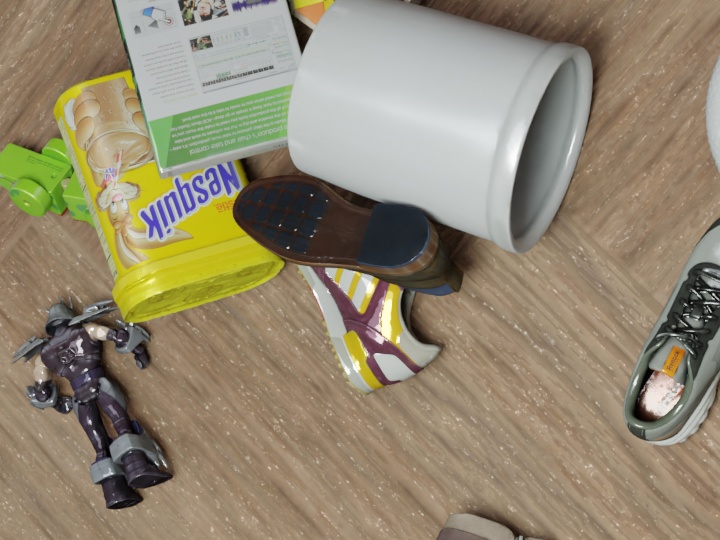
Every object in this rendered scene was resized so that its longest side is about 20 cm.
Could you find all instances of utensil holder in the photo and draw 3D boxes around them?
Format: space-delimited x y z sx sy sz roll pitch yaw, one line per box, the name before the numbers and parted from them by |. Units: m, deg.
utensil holder | 0.063 -0.124 1.560 0.199 0.170 0.171 19 97 19

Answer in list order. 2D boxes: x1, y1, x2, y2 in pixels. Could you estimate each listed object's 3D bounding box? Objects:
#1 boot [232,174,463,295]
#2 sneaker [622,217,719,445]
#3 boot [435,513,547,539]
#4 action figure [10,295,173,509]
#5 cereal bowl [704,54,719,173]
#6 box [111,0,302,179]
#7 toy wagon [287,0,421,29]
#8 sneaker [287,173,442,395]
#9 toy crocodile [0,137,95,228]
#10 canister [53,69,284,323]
boot | -0.010 -0.020 1.592 0.199 0.097 0.075 17 76 35
sneaker | 0.266 0.048 1.528 0.074 0.079 0.201 27 99 23
boot | 0.068 0.268 1.576 0.199 0.070 0.147 15 64 -9
action figure | -0.240 0.113 1.754 0.130 0.069 0.201 -32 74 27
cereal bowl | 0.357 -0.124 1.487 0.199 0.083 0.201 0 91 23
box | -0.126 -0.190 1.646 0.144 0.036 0.201 -14 79 -7
toy wagon | -0.013 -0.299 1.668 0.154 0.040 0.201 -12 86 22
sneaker | 0.000 0.000 1.652 0.090 0.075 0.201 -25 86 12
toy crocodile | -0.251 -0.069 1.762 0.199 0.062 0.068 16 57 21
canister | -0.169 -0.072 1.682 0.148 0.087 0.201 -17 77 -23
